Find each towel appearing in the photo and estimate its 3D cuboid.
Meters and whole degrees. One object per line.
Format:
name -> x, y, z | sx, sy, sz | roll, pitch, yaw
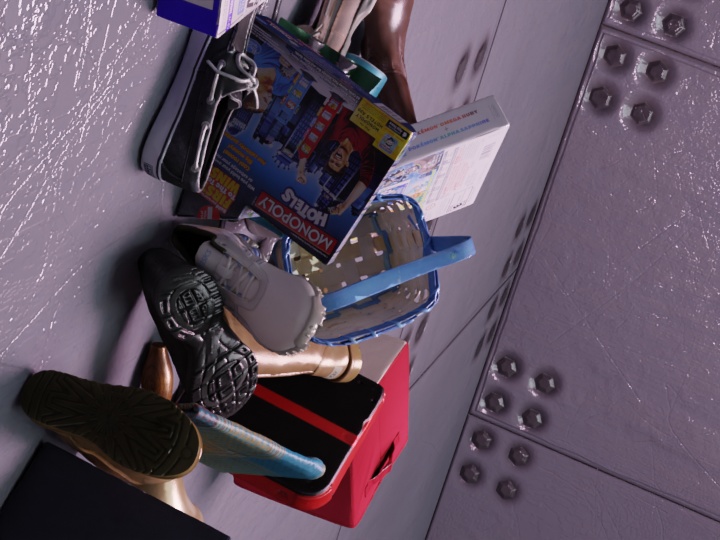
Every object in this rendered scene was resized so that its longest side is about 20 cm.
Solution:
towel -> -0.144, 0.161, 1.517 | 0.200, 0.146, 0.022 | 34, 62, -47

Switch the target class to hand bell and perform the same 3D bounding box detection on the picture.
hand bell -> -0.208, 0.169, 1.602 | 0.104, 0.104, 0.201 | -41, 138, -62

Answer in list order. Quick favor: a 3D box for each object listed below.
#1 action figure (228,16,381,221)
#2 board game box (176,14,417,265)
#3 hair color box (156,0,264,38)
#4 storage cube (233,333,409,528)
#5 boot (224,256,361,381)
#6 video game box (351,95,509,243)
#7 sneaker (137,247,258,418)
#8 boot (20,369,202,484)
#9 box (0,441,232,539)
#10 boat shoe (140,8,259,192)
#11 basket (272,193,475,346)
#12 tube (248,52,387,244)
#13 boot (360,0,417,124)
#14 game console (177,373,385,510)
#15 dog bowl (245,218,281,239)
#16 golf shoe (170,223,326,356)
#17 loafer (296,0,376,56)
action figure -> -0.079, -0.134, 1.567 | 0.201, 0.118, 0.055 | -59, -173, 9
board game box -> -0.075, -0.104, 1.496 | 0.200, 0.200, 0.062 | -56, 168, 14
hair color box -> -0.093, -0.287, 1.323 | 0.200, 0.065, 0.110 | -53, 160, -51
storage cube -> -0.052, 0.177, 1.951 | 0.171, 0.199, 0.180 | -55, 155, -41
boot -> -0.098, 0.040, 1.685 | 0.199, 0.176, 0.066 | 10, 134, -47
video game box -> 0.054, -0.099, 1.703 | 0.181, 0.047, 0.200 | -23, 163, -17
sneaker -> -0.155, 0.057, 1.487 | 0.076, 0.091, 0.201 | -27, 130, -18
boot -> -0.196, 0.153, 1.399 | 0.066, 0.174, 0.200 | -62, 162, -15
box -> -0.214, 0.271, 1.447 | 0.104, 0.199, 0.182 | -60, 166, -21
boat shoe -> -0.123, -0.166, 1.384 | 0.074, 0.068, 0.200 | 60, 54, -74
basket -> 0.000, 0.000, 1.569 | 0.176, 0.200, 0.140 | -19, 103, -22
tube -> -0.045, -0.127, 1.627 | 0.077, 0.050, 0.201 | 32, 89, -41
boot -> 0.040, -0.215, 1.748 | 0.187, 0.064, 0.201 | 94, -10, -58
game console -> -0.093, 0.155, 1.729 | 0.177, 0.199, 0.031 | -58, 172, -36
dog bowl -> -0.055, -0.121, 1.741 | 0.200, 0.058, 0.201 | 22, 90, -77
golf shoe -> -0.112, 0.014, 1.467 | 0.097, 0.200, 0.079 | 27, 94, -41
loafer -> -0.040, -0.249, 1.624 | 0.201, 0.063, 0.072 | -61, -162, -11
